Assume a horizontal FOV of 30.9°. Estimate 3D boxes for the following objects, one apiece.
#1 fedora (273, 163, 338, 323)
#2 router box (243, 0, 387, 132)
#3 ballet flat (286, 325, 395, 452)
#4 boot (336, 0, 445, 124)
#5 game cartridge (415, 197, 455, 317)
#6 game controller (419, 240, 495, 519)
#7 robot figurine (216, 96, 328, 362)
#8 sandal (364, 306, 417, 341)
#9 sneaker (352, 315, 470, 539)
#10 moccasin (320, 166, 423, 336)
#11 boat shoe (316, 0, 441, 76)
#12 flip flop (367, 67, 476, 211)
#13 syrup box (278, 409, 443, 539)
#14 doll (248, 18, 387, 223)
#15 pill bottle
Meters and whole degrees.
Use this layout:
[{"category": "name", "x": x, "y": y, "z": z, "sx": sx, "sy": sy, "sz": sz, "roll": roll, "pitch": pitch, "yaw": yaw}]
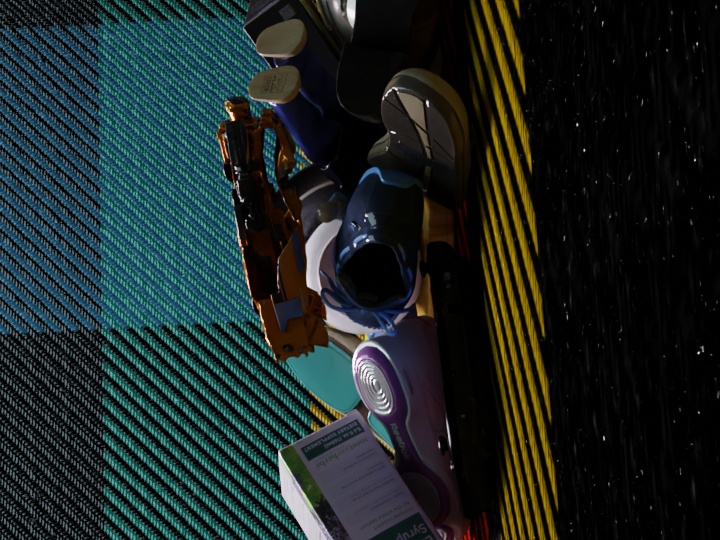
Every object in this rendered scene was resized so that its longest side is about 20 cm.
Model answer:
[{"category": "fedora", "x": -0.023, "y": -0.033, "z": 1.446, "sx": 0.092, "sy": 0.197, "sz": 0.204, "roll": -86, "pitch": -7, "yaw": -86}, {"category": "router box", "x": -0.025, "y": -0.158, "z": 1.150, "sx": 0.201, "sy": 0.052, "sz": 0.158, "roll": 55, "pitch": -171, "yaw": -18}, {"category": "ballet flat", "x": 0.012, "y": 0.109, "z": 1.188, "sx": 0.200, "sy": 0.070, "sz": 0.069, "roll": 42, "pitch": -179, "yaw": -1}, {"category": "boot", "x": 0.050, "y": -0.200, "z": 1.000, "sx": 0.200, "sy": 0.068, "sz": 0.191, "roll": -17, "pitch": -62, "yaw": -74}, {"category": "game cartridge", "x": 0.067, "y": -0.031, "z": 1.220, "sx": 0.201, "sy": 0.032, "sz": 0.178, "roll": -98, "pitch": 4, "yaw": -53}, {"category": "game controller", "x": 0.068, "y": 0.075, "z": 0.934, "sx": 0.202, "sy": 0.041, "sz": 0.105, "roll": -93, "pitch": 0, "yaw": -45}, {"category": "robot figurine", "x": -0.070, "y": -0.040, "z": 1.031, "sx": 0.145, "sy": 0.057, "sz": 0.203, "roll": -102, "pitch": 1, "yaw": -74}, {"category": "sandal", "x": 0.050, "y": 0.085, "z": 1.385, "sx": 0.201, "sy": 0.078, "sz": 0.088, "roll": -107, "pitch": 15, "yaw": -50}, {"category": "sneaker", "x": 0.063, "y": 0.133, "z": 1.094, "sx": 0.099, "sy": 0.074, "sz": 0.202, "roll": -35, "pitch": -64, "yaw": -42}, {"category": "moccasin", "x": 0.004, "y": -0.001, "z": 0.984, "sx": 0.201, "sy": 0.079, "sz": 0.069, "roll": 89, "pitch": -167, "yaw": -60}, {"category": "boat shoe", "x": 0.017, "y": -0.198, "z": 1.110, "sx": 0.073, "sy": 0.060, "sz": 0.202, "roll": -56, "pitch": -27, "yaw": -9}, {"category": "flip flop", "x": 0.050, "y": -0.098, "z": 0.916, "sx": 0.058, "sy": 0.080, "sz": 0.200, "roll": -59, "pitch": -9, "yaw": -15}, {"category": "syrup box", "x": 0.015, "y": 0.223, "z": 1.047, "sx": 0.201, "sy": 0.078, "sz": 0.082, "roll": 54, "pitch": 159, "yaw": 30}, {"category": "doll", "x": -0.016, "y": -0.100, "z": 1.010, "sx": 0.200, "sy": 0.048, "sz": 0.138, "roll": 43, "pitch": -133, "yaw": -50}, {"category": "pill bottle", "x": 0.000, "y": 0.000, "z": 1.189, "sx": 0.200, "sy": 0.109, "sz": 0.113, "roll": -151, "pitch": 58, "yaw": -87}]
